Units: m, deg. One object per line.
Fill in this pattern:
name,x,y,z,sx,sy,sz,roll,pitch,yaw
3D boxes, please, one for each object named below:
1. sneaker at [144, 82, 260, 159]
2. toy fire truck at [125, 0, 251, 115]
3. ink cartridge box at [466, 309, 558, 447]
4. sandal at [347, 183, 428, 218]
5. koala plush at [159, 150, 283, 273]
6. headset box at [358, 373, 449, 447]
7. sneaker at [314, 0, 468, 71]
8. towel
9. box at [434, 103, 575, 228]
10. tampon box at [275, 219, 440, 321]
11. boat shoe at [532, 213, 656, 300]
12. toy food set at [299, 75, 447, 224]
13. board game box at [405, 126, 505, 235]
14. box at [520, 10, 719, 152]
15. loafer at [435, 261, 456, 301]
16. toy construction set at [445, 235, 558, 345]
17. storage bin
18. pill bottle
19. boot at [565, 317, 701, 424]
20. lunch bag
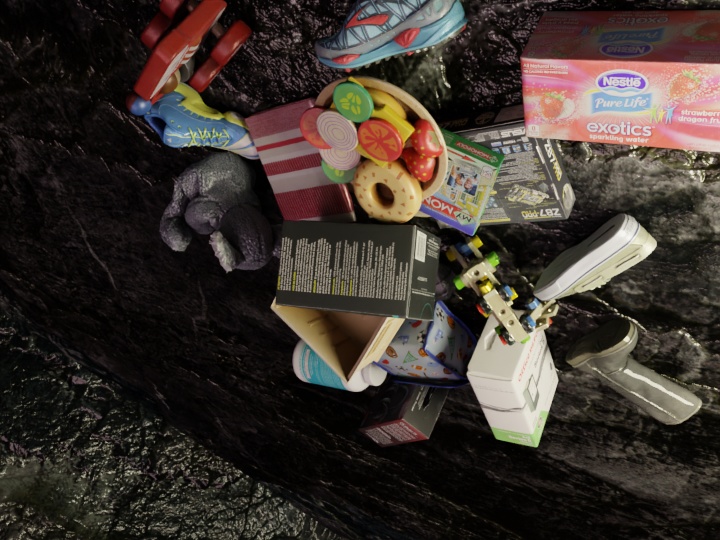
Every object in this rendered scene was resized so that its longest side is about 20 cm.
sneaker,-0.254,-0.216,1.062,0.199,0.105,0.076,30,148,1
toy fire truck,-0.254,-0.290,0.905,0.112,0.168,0.200,42,146,-17
ink cartridge box,0.266,0.184,1.145,0.084,0.146,0.200,5,140,33
sandal,0.018,-0.110,1.020,0.211,0.070,0.078,25,147,9
koala plush,-0.211,-0.077,1.110,0.200,0.177,0.184,50,132,34
headset box,0.100,0.282,1.407,0.077,0.149,0.200,38,148,-13
sneaker,0.025,-0.299,0.776,0.199,0.079,0.096,-5,121,33
towel,-0.089,-0.157,1.028,0.144,0.023,0.201,-3,116,38
box,0.166,-0.133,0.892,0.199,0.049,0.161,-2,133,40
tampon box,0.000,0.000,0.974,0.199,0.127,0.150,5,177,20
boat shoe,0.318,-0.002,0.924,0.062,0.072,0.200,36,144,-4
toy food set,0.016,-0.157,0.848,0.198,0.049,0.200,38,148,-5
board game box,0.080,-0.138,0.888,0.199,0.029,0.135,26,146,12
box,0.274,-0.196,0.677,0.199,0.095,0.103,12,142,27
loafer,0.077,0.024,1.160,0.200,0.068,0.071,-15,118,42
toy construction set,0.216,0.040,1.022,0.200,0.131,0.092,37,105,-11
storage bin,-0.026,0.047,1.141,0.200,0.094,0.199,42,126,19
pill bottle,-0.042,0.200,1.446,0.199,0.111,0.111,4,139,36
boot,0.446,0.166,1.048,0.200,0.073,0.182,37,161,3
lunch bag,0.121,0.152,1.249,0.170,0.124,0.200,-4,147,42
